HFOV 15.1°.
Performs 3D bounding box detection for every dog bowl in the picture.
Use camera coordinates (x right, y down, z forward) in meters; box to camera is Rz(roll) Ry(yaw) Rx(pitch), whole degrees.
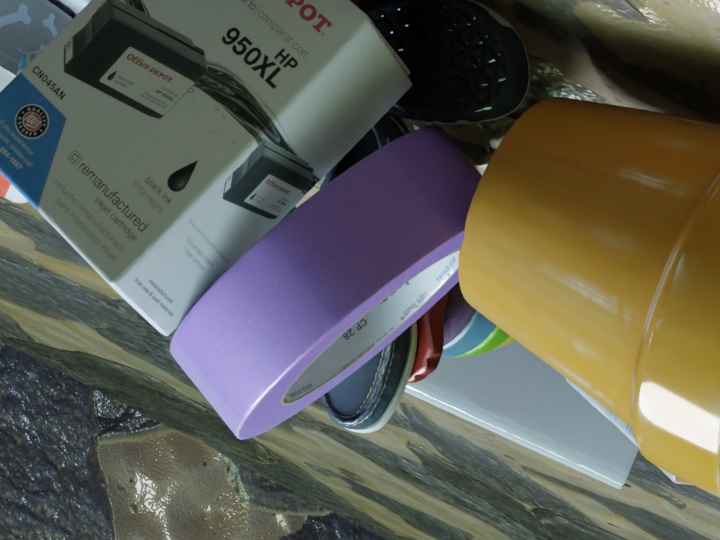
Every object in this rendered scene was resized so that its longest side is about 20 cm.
[{"bbox_3d":[-0.263,-0.157,1.780,0.199,0.059,0.200,23,170,4],"label":"dog bowl"}]

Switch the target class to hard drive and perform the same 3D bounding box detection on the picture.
[{"bbox_3d":[0.120,0.054,1.925,0.199,0.133,0.026,24,168,3],"label":"hard drive"}]

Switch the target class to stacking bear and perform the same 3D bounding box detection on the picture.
[{"bbox_3d":[0.081,0.005,1.770,0.199,0.122,0.113,3,-167,-46],"label":"stacking bear"}]

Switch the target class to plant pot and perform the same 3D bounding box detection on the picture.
[{"bbox_3d":[0.160,-0.004,1.456,0.183,0.201,0.200,24,169,23],"label":"plant pot"}]

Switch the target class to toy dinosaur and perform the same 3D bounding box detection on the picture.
[{"bbox_3d":[0.089,-0.077,1.662,0.100,0.059,0.200,7,172,11],"label":"toy dinosaur"}]

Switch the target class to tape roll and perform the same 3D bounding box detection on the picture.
[{"bbox_3d":[-0.011,0.007,1.526,0.066,0.200,0.200,50,171,8],"label":"tape roll"}]

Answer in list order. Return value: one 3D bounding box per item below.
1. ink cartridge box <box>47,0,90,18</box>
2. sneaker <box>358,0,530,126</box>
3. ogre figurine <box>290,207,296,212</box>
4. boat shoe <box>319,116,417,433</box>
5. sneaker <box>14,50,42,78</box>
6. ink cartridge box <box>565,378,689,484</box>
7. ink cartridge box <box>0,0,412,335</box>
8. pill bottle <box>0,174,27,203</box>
[{"bbox_3d":[-0.255,-0.216,1.740,0.196,0.044,0.200,16,169,35],"label":"ink cartridge box"},{"bbox_3d":[0.043,-0.120,1.546,0.082,0.072,0.199,7,-177,-38],"label":"sneaker"},{"bbox_3d":[-0.066,0.013,1.744,0.098,0.121,0.200,-27,165,23],"label":"ogre figurine"},{"bbox_3d":[0.000,0.000,1.659,0.074,0.201,0.062,11,-176,20],"label":"boat shoe"},{"bbox_3d":[-0.116,-0.098,1.577,0.199,0.073,0.072,2,-164,22],"label":"sneaker"},{"bbox_3d":[0.256,0.099,1.802,0.199,0.050,0.162,13,-164,-28],"label":"ink cartridge box"},{"bbox_3d":[-0.094,-0.091,1.489,0.145,0.200,0.084,43,177,28],"label":"ink cartridge box"},{"bbox_3d":[-0.309,-0.139,2.002,0.199,0.113,0.112,26,168,-8],"label":"pill bottle"}]
